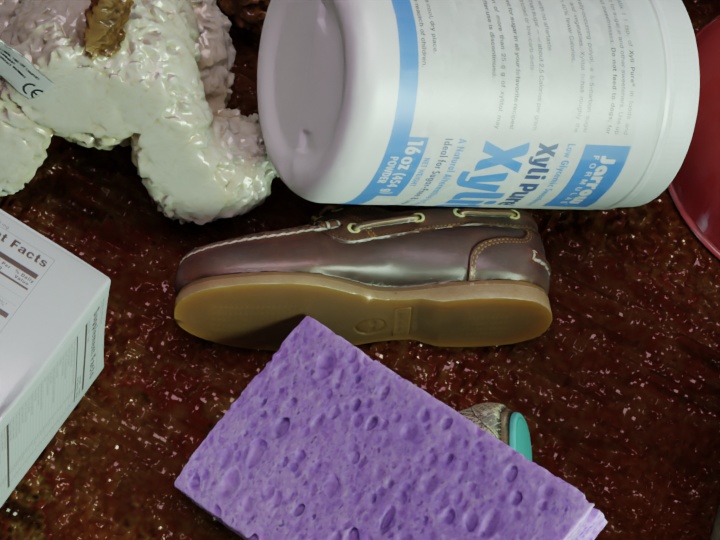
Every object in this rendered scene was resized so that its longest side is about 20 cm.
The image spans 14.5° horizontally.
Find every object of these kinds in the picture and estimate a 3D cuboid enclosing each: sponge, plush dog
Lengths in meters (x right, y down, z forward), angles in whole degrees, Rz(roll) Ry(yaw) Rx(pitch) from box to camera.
[{"bbox_3d":[0.011,0.112,1.382,0.200,0.030,0.112,32,78,35],"label":"sponge"},{"bbox_3d":[-0.133,-0.135,1.489,0.199,0.161,0.172,5,41,-4],"label":"plush dog"}]

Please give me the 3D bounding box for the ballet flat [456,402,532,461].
[{"bbox_3d":[0.057,0.160,1.389,0.075,0.068,0.201,-14,59,11],"label":"ballet flat"}]

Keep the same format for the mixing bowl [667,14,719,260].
[{"bbox_3d":[0.266,-0.092,1.520,0.199,0.109,0.201,2,64,-5],"label":"mixing bowl"}]

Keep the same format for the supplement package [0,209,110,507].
[{"bbox_3d":[-0.222,0.072,1.385,0.109,0.114,0.200,31,64,8],"label":"supplement package"}]

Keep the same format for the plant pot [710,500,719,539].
[{"bbox_3d":[0.246,0.132,1.385,0.200,0.200,0.175,28,84,7],"label":"plant pot"}]

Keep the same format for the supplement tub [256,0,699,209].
[{"bbox_3d":[0.059,-0.097,1.458,0.199,0.132,0.133,1,63,-26],"label":"supplement tub"}]

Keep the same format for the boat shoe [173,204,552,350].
[{"bbox_3d":[0.000,0.000,1.471,0.199,0.070,0.071,1,60,-13],"label":"boat shoe"}]
